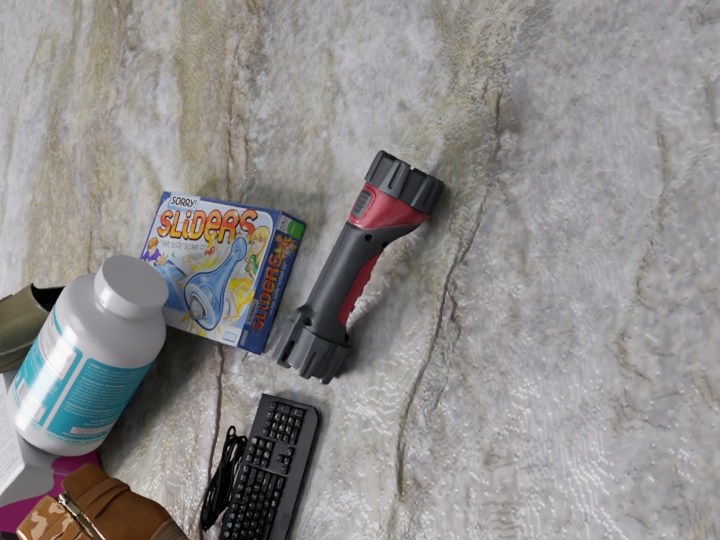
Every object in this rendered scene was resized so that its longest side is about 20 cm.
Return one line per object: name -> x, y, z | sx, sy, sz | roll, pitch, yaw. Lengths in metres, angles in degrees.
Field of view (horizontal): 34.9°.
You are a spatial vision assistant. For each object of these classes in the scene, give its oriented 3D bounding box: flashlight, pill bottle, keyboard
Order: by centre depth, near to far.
flashlight -> 0.000, 0.000, 0.983 | 0.067, 0.068, 0.201 | 27, 97, 12
keyboard -> -0.105, 0.206, 1.005 | 0.104, 0.040, 0.202 | 6, 76, 44
pill bottle -> -0.261, 0.080, 1.123 | 0.200, 0.110, 0.111 | -54, 44, 29

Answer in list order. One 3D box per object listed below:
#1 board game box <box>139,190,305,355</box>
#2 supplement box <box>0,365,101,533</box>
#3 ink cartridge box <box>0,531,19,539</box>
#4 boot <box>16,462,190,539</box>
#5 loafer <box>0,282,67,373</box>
board game box -> -0.150, -0.002, 1.142 | 0.199, 0.034, 0.137 | 11, 80, 45
supplement box -> -0.359, 0.169, 1.217 | 0.103, 0.101, 0.201 | -47, 46, 18
ink cartridge box -> -0.443, 0.352, 1.255 | 0.199, 0.050, 0.163 | -33, 52, 25
boot -> -0.244, 0.265, 0.967 | 0.155, 0.077, 0.200 | 34, 63, 21
loafer -> -0.352, 0.052, 1.196 | 0.076, 0.199, 0.068 | 48, 141, 33
